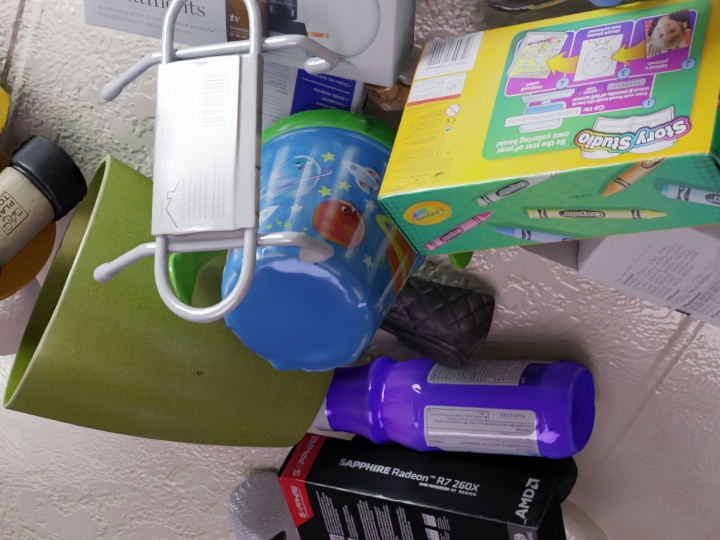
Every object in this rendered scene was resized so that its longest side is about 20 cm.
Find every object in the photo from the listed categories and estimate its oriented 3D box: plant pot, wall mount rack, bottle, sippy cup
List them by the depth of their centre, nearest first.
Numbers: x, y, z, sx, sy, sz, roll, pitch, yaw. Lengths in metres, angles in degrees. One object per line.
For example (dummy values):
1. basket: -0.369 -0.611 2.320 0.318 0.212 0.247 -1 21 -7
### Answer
1. wall mount rack: -0.098 -0.064 1.007 0.173 0.201 0.074 -3 169 26
2. sippy cup: -0.026 -0.010 1.082 0.139 0.131 0.178 36 128 -13
3. plant pot: -0.121 0.044 1.210 0.199 0.188 0.187 23 135 -13
4. bottle: 0.063 0.095 1.229 0.199 0.083 0.066 1 97 20

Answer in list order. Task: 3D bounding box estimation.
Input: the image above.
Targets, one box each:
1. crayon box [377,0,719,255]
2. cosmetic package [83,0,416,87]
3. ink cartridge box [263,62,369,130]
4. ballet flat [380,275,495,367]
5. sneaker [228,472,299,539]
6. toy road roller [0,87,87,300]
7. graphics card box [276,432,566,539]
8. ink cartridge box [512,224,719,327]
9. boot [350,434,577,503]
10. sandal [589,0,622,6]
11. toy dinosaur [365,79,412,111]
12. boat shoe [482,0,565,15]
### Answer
1. crayon box: 0.118 -0.080 0.948 0.199 0.119 0.058 -6 142 32
2. cosmetic package: -0.065 -0.198 0.998 0.199 0.052 0.151 13 130 12
3. ink cartridge box: -0.038 -0.146 1.091 0.099 0.039 0.201 19 132 5
4. ballet flat: 0.000 0.000 1.207 0.199 0.057 0.066 30 161 1
5. sneaker: -0.039 0.261 1.368 0.075 0.200 0.115 -25 137 -11
6. toy road roller: -0.303 -0.064 1.209 0.200 0.123 0.146 46 153 -9
7. graphics card box: 0.049 0.188 1.242 0.199 0.051 0.126 8 136 25
8. ink cartridge box: 0.189 -0.040 1.006 0.199 0.116 0.068 19 137 -18
9. boot: 0.087 0.196 1.316 0.197 0.073 0.163 1 128 29
10. sandal: 0.117 -0.222 0.930 0.079 0.087 0.200 -20 118 36
11. toy dinosaur: 0.101 -0.093 1.060 0.199 0.061 0.106 -4 137 13
12. boat shoe: 0.143 -0.195 0.872 0.201 0.061 0.072 -35 109 5
